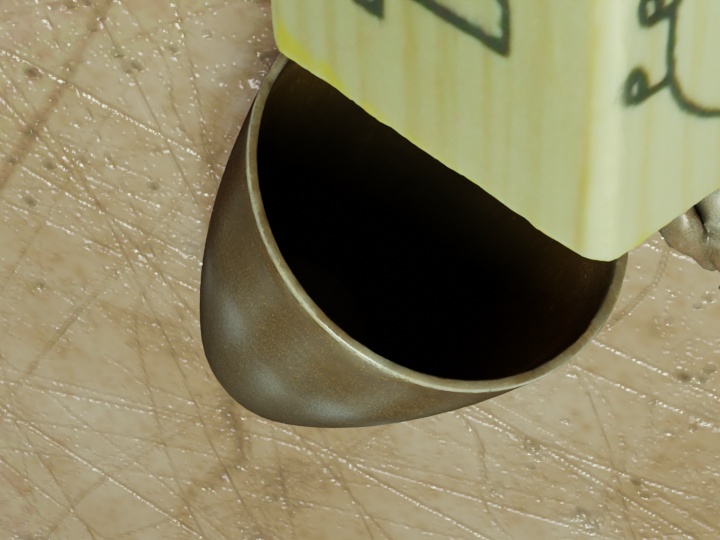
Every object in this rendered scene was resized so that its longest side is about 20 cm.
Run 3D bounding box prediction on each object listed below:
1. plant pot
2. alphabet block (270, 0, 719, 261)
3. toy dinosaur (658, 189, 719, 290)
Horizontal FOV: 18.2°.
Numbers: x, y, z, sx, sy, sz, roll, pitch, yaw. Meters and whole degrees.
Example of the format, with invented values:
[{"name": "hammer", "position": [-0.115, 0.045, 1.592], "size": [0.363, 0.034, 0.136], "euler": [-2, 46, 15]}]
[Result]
[{"name": "plant pot", "position": [0.000, 0.000, 1.079], "size": [0.186, 0.188, 0.200], "euler": [30, 149, -10]}, {"name": "alphabet block", "position": [0.087, -0.162, 0.828], "size": [0.196, 0.195, 0.201], "euler": [38, 148, 35]}, {"name": "toy dinosaur", "position": [0.184, -0.018, 1.062], "size": [0.200, 0.086, 0.136], "euler": [40, 172, 3]}]
